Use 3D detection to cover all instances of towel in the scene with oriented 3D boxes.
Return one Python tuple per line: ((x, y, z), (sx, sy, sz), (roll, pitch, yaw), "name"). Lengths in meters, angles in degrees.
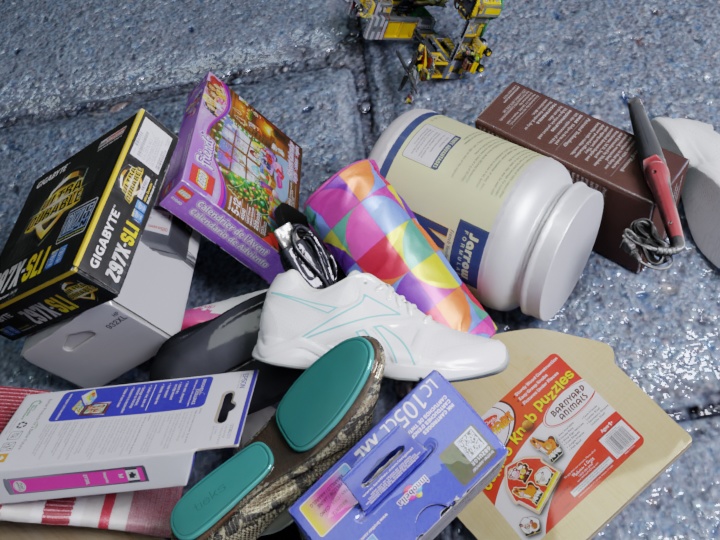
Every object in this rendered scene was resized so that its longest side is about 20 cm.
((-0.239, 0.151, 0.668), (0.195, 0.023, 0.145), (8, 27, -9), "towel")

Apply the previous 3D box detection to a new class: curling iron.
((0.248, -0.085, 0.721), (0.048, 0.026, 0.203), (4, 53, 8), "curling iron")

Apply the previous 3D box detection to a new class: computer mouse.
((-0.094, 0.065, 0.682), (0.198, 0.053, 0.140), (-31, 94, 7), "computer mouse")

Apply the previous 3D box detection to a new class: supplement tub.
((0.109, -0.052, 0.772), (0.198, 0.146, 0.146), (27, 62, 26), "supplement tub")

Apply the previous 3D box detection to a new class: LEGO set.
((0.062, -0.312, 0.965), (0.114, 0.155, 0.203), (-8, 59, -31), "LEGO set")

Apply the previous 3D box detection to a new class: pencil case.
((0.032, 0.005, 0.705), (0.088, 0.088, 0.202), (-32, 84, -15), "pencil case")

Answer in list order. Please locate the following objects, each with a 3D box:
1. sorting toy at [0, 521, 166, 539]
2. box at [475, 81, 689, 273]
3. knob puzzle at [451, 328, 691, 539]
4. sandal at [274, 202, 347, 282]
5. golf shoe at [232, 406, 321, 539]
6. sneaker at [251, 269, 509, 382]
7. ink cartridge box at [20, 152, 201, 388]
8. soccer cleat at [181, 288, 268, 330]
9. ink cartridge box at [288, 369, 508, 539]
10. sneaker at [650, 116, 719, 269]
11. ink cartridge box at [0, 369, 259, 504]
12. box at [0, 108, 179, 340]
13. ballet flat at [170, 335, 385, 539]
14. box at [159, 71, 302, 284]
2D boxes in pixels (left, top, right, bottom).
((-0.231, 0.280, 0.633), (0.198, 0.070, 0.200), (27, 63, 26), "sorting toy")
((0.210, -0.095, 0.815), (0.199, 0.101, 0.075), (35, 65, 29), "box")
((0.140, 0.135, 0.694), (0.215, 0.031, 0.224), (-12, 55, 18), "knob puzzle")
((0.000, 0.000, 0.775), (0.200, 0.075, 0.045), (44, 111, 12), "sandal")
((-0.064, 0.183, 0.663), (0.071, 0.093, 0.202), (-22, 51, -4), "golf shoe")
((0.016, 0.042, 0.627), (0.195, 0.070, 0.082), (7, 83, 7), "sneaker")
((-0.227, -0.007, 0.792), (0.144, 0.083, 0.203), (-28, 42, 33), "ink cartridge box")
((-0.097, 0.052, 0.790), (0.195, 0.071, 0.087), (-4, 33, 7), "soccer cleat")
((0.032, 0.152, 0.580), (0.136, 0.200, 0.076), (-42, 74, -6), "ink cartridge box")
((0.356, -0.083, 0.805), (0.086, 0.076, 0.203), (-6, 51, -10), "sneaker")
((-0.175, 0.122, 0.621), (0.195, 0.038, 0.095), (-9, 26, 7), "ink cartridge box")
((-0.254, -0.035, 0.732), (0.198, 0.049, 0.163), (-18, 50, 42), "box")
((-0.046, 0.132, 0.585), (0.200, 0.075, 0.068), (-45, 40, 0), "ballet flat")
((-0.121, -0.097, 0.830), (0.039, 0.136, 0.202), (-37, 32, 27), "box")
